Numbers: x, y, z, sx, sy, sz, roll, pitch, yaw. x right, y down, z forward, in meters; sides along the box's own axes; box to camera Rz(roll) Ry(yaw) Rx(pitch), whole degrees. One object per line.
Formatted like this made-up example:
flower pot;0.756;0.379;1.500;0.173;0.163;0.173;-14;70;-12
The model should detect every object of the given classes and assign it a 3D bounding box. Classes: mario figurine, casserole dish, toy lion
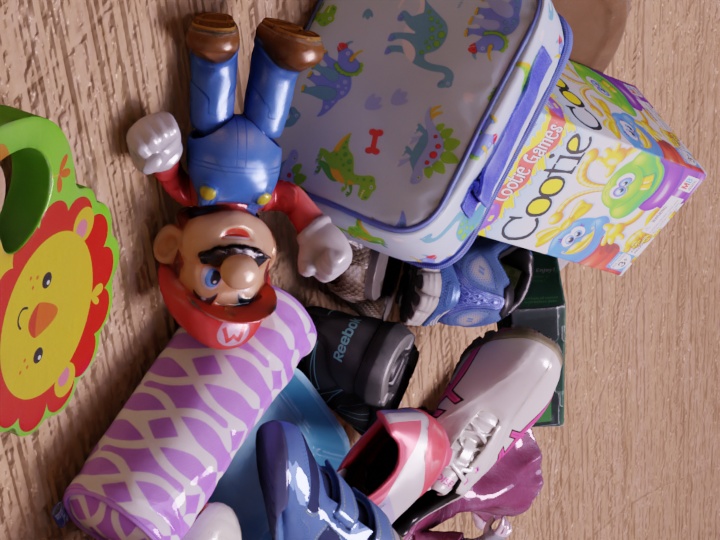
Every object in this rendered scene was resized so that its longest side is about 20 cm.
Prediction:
mario figurine;-0.069;-0.046;1.291;0.106;0.123;0.201;-36;136;-65
casserole dish;-0.068;0.137;1.504;0.122;0.039;0.200;-60;152;-16
toy lion;-0.192;0.003;1.174;0.192;0.068;0.201;-36;139;-56

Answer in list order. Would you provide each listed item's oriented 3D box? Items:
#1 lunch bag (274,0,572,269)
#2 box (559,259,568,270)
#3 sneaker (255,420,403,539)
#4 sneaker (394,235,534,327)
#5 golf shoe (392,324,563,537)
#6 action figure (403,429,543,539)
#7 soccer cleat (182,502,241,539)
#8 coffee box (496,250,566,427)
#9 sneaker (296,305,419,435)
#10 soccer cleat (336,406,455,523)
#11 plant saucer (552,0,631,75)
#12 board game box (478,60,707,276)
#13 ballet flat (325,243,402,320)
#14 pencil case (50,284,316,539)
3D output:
lunch bag;0.034;-0.109;1.381;0.201;0.160;0.082;-64;152;-10
box;0.146;-0.083;1.727;0.041;0.039;0.201;-43;143;-37
sneaker;-0.017;0.169;1.427;0.074;0.082;0.201;-105;177;-51
sneaker;0.074;0.004;1.530;0.200;0.089;0.079;-89;-168;-75
golf shoe;0.078;0.120;1.545;0.200;0.072;0.092;-49;-161;39
action figure;0.051;0.167;1.712;0.199;0.135;0.149;-25;174;-36
soccer cleat;-0.094;0.221;1.426;0.069;0.077;0.201;-46;161;-34
coffee box;0.123;0.009;1.636;0.201;0.044;0.124;-94;180;-50
sneaker;-0.004;0.066;1.539;0.200;0.079;0.076;87;26;-72
soccer cleat;-0.012;0.178;1.506;0.076;0.067;0.201;20;110;-49
plant saucer;0.108;-0.159;1.518;0.199;0.030;0.201;-20;142;-16
board game box;0.129;-0.083;1.508;0.199;0.105;0.103;13;124;-47
ballet flat;0.000;0.000;1.491;0.200;0.046;0.068;24;78;-83
pencil case;-0.104;0.096;1.359;0.200;0.084;0.086;-55;148;-26
